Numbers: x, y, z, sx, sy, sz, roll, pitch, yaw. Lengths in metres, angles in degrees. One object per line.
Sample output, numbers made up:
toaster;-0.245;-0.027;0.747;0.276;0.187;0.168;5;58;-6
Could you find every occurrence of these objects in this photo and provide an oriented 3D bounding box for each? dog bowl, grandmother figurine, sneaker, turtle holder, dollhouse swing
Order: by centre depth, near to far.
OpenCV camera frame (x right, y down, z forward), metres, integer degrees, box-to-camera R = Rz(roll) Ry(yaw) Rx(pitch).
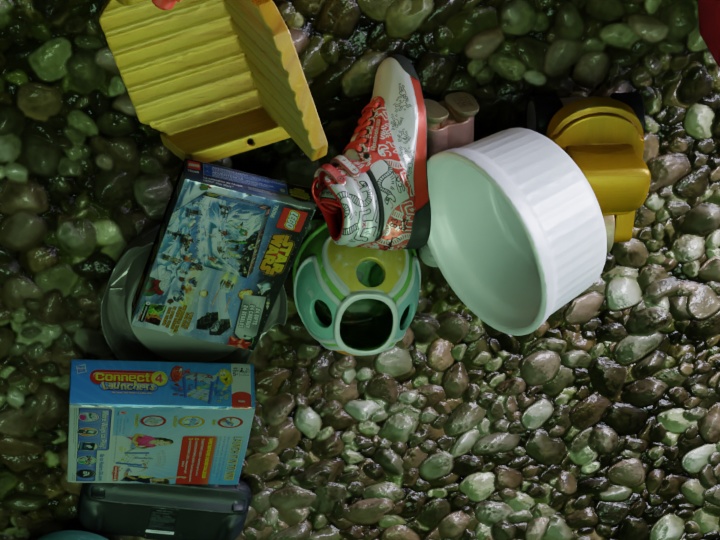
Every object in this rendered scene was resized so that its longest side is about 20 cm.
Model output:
dollhouse swing;-0.144;-0.184;1.589;0.182;0.176;0.200;-17;124;2
sneaker;0.007;-0.119;1.650;0.108;0.067;0.201;-1;81;-22
grandmother figurine;0.091;-0.089;1.756;0.121;0.061;0.200;-7;126;-14
turtle holder;0.008;0.007;1.758;0.141;0.132;0.186;25;116;-21
dog bowl;-0.180;0.031;1.790;0.200;0.059;0.200;-4;122;-6

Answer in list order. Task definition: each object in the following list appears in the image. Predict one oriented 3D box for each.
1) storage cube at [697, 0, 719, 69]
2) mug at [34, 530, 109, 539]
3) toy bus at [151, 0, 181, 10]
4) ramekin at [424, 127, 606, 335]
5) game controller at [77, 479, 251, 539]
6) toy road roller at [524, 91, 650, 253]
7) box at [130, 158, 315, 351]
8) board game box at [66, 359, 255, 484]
storage cube;0.431;-0.276;1.606;0.171;0.200;0.180;-12;130;-1
mug;-0.350;0.370;1.946;0.152;0.114;0.185;-34;121;19
toy bus;-0.142;-0.336;1.486;0.136;0.200;0.192;24;125;-16
ramekin;0.154;-0.045;1.660;0.098;0.200;0.201;-28;127;-24
game controller;-0.231;0.278;1.960;0.200;0.042;0.104;8;135;-13
toy road roller;0.235;-0.086;1.724;0.123;0.146;0.200;-2;123;-7
box;-0.142;-0.013;1.696;0.137;0.040;0.200;14;127;-17
board game box;-0.223;0.170;1.827;0.196;0.056;0.200;2;148;-10
